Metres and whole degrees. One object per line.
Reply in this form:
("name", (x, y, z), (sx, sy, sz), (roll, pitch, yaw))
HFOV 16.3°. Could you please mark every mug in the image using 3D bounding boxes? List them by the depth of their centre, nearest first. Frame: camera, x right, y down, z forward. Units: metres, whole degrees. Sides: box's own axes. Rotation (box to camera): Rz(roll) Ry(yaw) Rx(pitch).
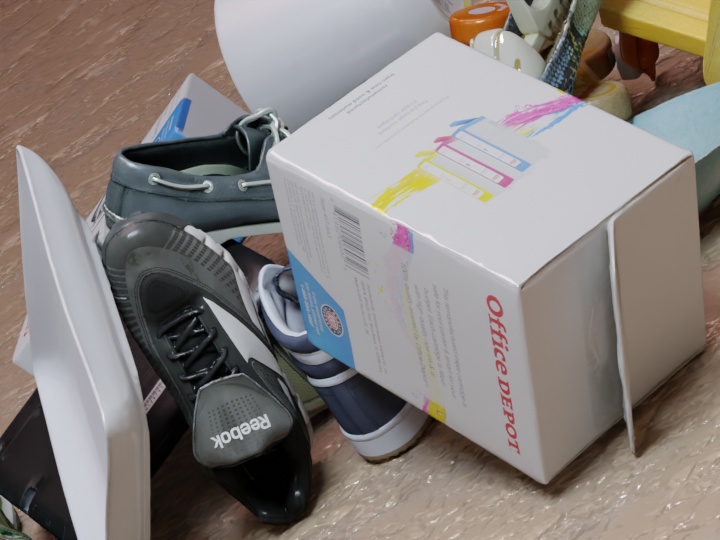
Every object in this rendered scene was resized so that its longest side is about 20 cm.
("mug", (0.004, -0.187, 1.845), (0.153, 0.150, 0.187), (-25, 6, 27))

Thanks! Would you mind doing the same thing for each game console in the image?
("game console", (-0.124, 0.077, 1.517), (0.175, 0.116, 0.201), (27, 79, 46))

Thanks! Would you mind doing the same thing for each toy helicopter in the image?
("toy helicopter", (0.137, -0.121, 1.586), (0.131, 0.079, 0.200), (-11, 18, -6))

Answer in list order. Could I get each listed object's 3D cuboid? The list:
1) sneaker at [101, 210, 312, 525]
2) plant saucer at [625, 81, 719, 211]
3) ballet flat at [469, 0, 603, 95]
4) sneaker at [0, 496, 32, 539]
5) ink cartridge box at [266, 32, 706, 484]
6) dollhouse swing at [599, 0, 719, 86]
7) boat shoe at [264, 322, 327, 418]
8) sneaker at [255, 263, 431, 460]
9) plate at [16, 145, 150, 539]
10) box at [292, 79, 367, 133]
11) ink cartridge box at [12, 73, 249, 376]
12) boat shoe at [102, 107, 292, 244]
("sneaker", (-0.073, 0.057, 1.335), (0.066, 0.201, 0.091), (-26, 32, 3))
("plant saucer", (0.150, -0.042, 1.423), (0.200, 0.039, 0.201), (-30, 11, 6))
("ballet flat", (0.099, -0.140, 1.500), (0.074, 0.074, 0.201), (-12, 49, 49))
("sneaker", (-0.249, 0.155, 1.537), (0.077, 0.089, 0.200), (-36, 18, -11))
("ink cartridge box", (0.073, -0.004, 1.232), (0.125, 0.129, 0.199), (-37, 47, -27))
("dollhouse swing", (0.249, -0.224, 1.503), (0.175, 0.182, 0.200), (33, 60, 26))
("boat shoe", (-0.014, 0.025, 1.517), (0.200, 0.075, 0.068), (-50, 0, -32))
("sneaker", (0.000, 0.000, 1.406), (0.070, 0.109, 0.201), (-23, 35, 24))
("plate", (-0.145, 0.065, 1.345), (0.032, 0.200, 0.201), (-12, 51, -13))
("box", (0.016, -0.068, 1.693), (0.100, 0.075, 0.200), (-37, 16, -11))
("ink cartridge box", (-0.143, -0.015, 1.698), (0.200, 0.084, 0.146), (-53, 12, 15))
("boat shoe", (-0.059, -0.061, 1.483), (0.199, 0.062, 0.073), (-15, 31, -25))
